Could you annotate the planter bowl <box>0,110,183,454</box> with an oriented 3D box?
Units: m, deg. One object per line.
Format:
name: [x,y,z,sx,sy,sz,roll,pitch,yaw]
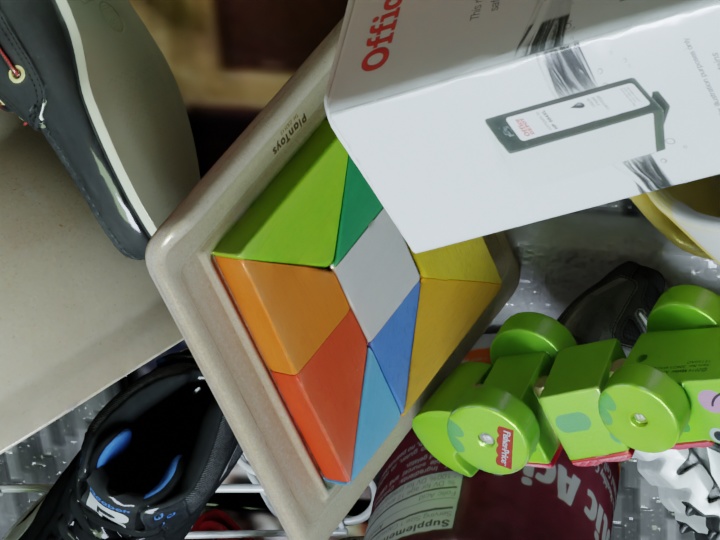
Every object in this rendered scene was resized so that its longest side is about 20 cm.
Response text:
planter bowl: [-0.163,0.004,1.219,0.200,0.200,0.135,-32,91,34]

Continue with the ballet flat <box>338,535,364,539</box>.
ballet flat: [0.069,0.176,1.365,0.199,0.068,0.046,19,152,-12]

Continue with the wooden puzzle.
wooden puzzle: [0.000,0.000,1.164,0.037,0.185,0.201,12,139,35]

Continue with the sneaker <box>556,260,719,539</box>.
sneaker: [0.166,0.073,1.245,0.200,0.091,0.066,43,171,-12]

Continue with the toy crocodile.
toy crocodile: [0.104,0.055,1.152,0.199,0.068,0.062,-10,122,36]

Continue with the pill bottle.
pill bottle: [0.057,0.135,1.253,0.113,0.201,0.115,7,133,8]

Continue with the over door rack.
over door rack: [-0.096,0.102,1.300,0.198,0.067,0.148,-12,164,2]

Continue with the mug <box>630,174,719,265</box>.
mug: [0.206,-0.040,1.130,0.149,0.187,0.153,-41,126,3]

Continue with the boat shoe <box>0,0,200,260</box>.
boat shoe: [-0.128,-0.093,1.145,0.063,0.074,0.202,-26,90,23]

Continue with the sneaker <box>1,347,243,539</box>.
sneaker: [-0.118,0.114,1.170,0.073,0.112,0.201,33,88,5]

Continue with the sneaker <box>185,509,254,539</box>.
sneaker: [-0.029,0.183,1.403,0.198,0.079,0.116,-8,130,19]

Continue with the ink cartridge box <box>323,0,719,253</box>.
ink cartridge box: [0.099,-0.103,1.069,0.199,0.147,0.085,-14,128,25]
